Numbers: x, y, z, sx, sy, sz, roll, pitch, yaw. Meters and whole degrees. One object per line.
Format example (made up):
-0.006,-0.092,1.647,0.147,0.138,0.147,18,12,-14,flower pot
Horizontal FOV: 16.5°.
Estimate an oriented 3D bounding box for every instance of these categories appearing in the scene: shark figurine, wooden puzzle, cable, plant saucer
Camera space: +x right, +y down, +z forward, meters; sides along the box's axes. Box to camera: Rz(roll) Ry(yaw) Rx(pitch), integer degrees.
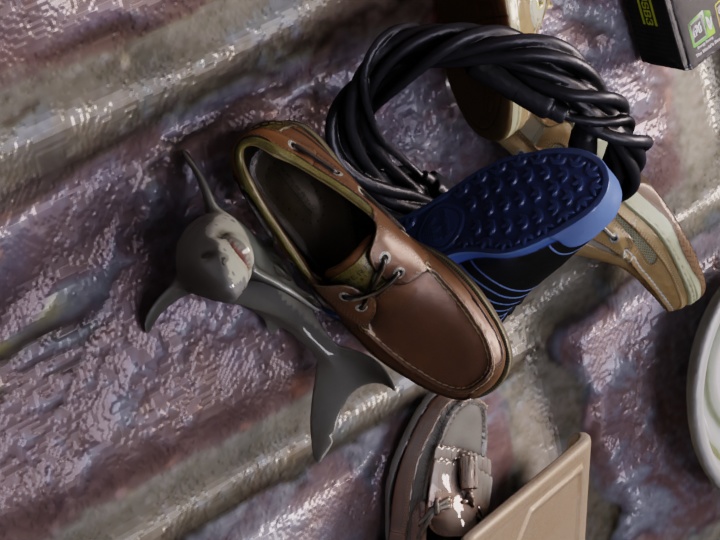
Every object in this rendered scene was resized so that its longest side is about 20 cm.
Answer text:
-0.073,0.021,1.401,0.089,0.128,0.214,-38,146,4,shark figurine
0.095,0.217,1.558,0.200,0.037,0.186,-36,133,-58,wooden puzzle
0.074,-0.074,1.440,0.200,0.163,0.051,44,35,-37,cable
0.283,0.063,1.714,0.200,0.050,0.201,-12,108,-38,plant saucer

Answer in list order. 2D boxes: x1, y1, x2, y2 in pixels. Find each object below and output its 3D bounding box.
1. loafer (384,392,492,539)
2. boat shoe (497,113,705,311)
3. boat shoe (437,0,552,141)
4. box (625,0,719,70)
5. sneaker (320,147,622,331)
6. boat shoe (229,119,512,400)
0.049,0.173,1.535,0.072,0.063,0.201,16,91,-42,loafer
0.144,-0.037,1.568,0.076,0.072,0.200,-42,119,-7,boat shoe
0.088,-0.178,1.468,0.066,0.074,0.201,-17,113,-32,boat shoe
0.235,-0.259,1.590,0.200,0.047,0.194,-36,125,-29,box
0.075,-0.007,1.442,0.078,0.200,0.070,36,42,-42,sneaker
0.000,0.000,1.376,0.072,0.200,0.068,-48,175,10,boat shoe
